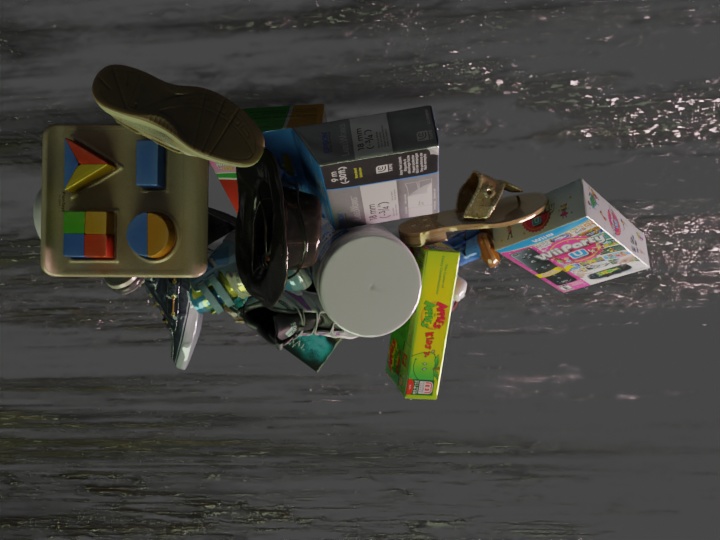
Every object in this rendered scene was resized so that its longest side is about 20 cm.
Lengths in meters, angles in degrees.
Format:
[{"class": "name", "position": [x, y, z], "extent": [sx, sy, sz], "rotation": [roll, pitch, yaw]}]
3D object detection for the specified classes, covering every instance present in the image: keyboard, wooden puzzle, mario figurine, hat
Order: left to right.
[{"class": "wooden puzzle", "position": [-0.285, -0.086, 0.922], "extent": [0.198, 0.187, 0.046], "rotation": [1, 178, -1]}, {"class": "keyboard", "position": [-0.255, -0.047, 1.192], "extent": [0.127, 0.021, 0.199], "rotation": [27, 146, -36]}, {"class": "hat", "position": [-0.088, -0.054, 0.898], "extent": [0.080, 0.202, 0.201], "rotation": [-5, 159, -24]}, {"class": "mario figurine", "position": [0.115, 0.002, 1.151], "extent": [0.199, 0.107, 0.123], "rotation": [-22, 174, 23]}]

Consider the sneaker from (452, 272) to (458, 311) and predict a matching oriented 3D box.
[{"class": "sneaker", "position": [0.062, 0.042, 1.265], "extent": [0.198, 0.096, 0.079], "rotation": [-3, 154, 10]}]

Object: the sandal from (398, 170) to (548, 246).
[{"class": "sandal", "position": [0.148, -0.094, 1.005], "extent": [0.210, 0.078, 0.070], "rotation": [-16, 116, -6]}]

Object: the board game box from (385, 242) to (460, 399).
[{"class": "board game box", "position": [0.082, 0.062, 1.047], "extent": [0.047, 0.202, 0.102], "rotation": [5, -168, -15]}]

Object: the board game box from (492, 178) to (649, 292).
[{"class": "board game box", "position": [0.305, -0.043, 1.112], "extent": [0.147, 0.065, 0.199], "rotation": [-21, 146, 38]}]

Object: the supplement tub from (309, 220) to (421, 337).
[{"class": "supplement tub", "position": [0.000, 0.000, 1.014], "extent": [0.130, 0.133, 0.200], "rotation": [6, -171, -9]}]

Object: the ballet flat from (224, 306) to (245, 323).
[{"class": "ballet flat", "position": [-0.254, 0.051, 1.273], "extent": [0.199, 0.047, 0.067], "rotation": [26, 166, -9]}]

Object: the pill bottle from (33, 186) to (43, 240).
[{"class": "pill bottle", "position": [-0.321, -0.082, 1.014], "extent": [0.198, 0.112, 0.111], "rotation": [-9, 153, 22]}]

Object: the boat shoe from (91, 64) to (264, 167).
[{"class": "boat shoe", "position": [-0.199, -0.165, 0.860], "extent": [0.198, 0.073, 0.065], "rotation": [21, 166, 0]}]

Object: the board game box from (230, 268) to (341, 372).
[{"class": "board game box", "position": [-0.111, 0.051, 1.200], "extent": [0.199, 0.028, 0.136], "rotation": [35, 117, -1]}]

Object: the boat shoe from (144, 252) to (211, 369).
[{"class": "boat shoe", "position": [-0.297, 0.056, 1.217], "extent": [0.090, 0.202, 0.071], "rotation": [12, -163, -3]}]

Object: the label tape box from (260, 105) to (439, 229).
[{"class": "label tape box", "position": [-0.009, -0.112, 0.903], "extent": [0.198, 0.064, 0.145], "rotation": [-9, 153, 2]}]

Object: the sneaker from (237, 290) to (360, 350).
[{"class": "sneaker", "position": [-0.082, 0.078, 1.108], "extent": [0.198, 0.140, 0.078], "rotation": [11, 114, 11]}]

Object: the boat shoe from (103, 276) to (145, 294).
[{"class": "boat shoe", "position": [-0.307, -0.013, 1.069], "extent": [0.072, 0.200, 0.063], "rotation": [-20, 118, 1]}]

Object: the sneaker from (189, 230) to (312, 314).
[{"class": "sneaker", "position": [-0.162, 0.021, 1.068], "extent": [0.199, 0.131, 0.080], "rotation": [16, 144, 50]}]

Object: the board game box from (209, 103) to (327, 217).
[{"class": "board game box", "position": [-0.105, -0.131, 0.980], "extent": [0.151, 0.041, 0.200], "rotation": [-2, 154, 8]}]
